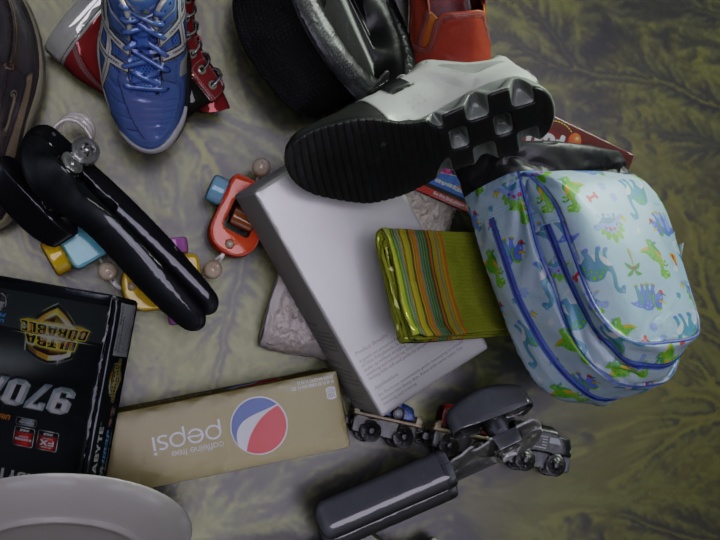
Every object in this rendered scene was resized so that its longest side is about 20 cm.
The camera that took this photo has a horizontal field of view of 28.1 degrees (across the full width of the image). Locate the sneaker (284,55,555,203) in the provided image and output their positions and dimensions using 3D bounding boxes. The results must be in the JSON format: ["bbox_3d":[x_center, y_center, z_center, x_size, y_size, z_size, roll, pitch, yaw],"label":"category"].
[{"bbox_3d":[0.035,-0.111,1.067,0.199,0.089,0.074,-14,129,-9],"label":"sneaker"}]

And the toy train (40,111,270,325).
[{"bbox_3d":[-0.165,-0.040,1.153,0.199,0.056,0.151,21,81,-11],"label":"toy train"}]

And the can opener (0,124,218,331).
[{"bbox_3d":[-0.186,-0.032,1.097,0.200,0.079,0.063,40,40,-11],"label":"can opener"}]

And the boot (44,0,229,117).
[{"bbox_3d":[-0.135,-0.208,1.145,0.144,0.072,0.200,38,98,-6],"label":"boot"}]

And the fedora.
[{"bbox_3d":[-0.039,-0.196,1.144,0.091,0.201,0.201,-27,93,26],"label":"fedora"}]

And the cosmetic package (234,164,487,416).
[{"bbox_3d":[0.000,0.000,1.123,0.107,0.085,0.201,-30,98,-14],"label":"cosmetic package"}]

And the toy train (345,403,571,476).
[{"bbox_3d":[0.081,0.133,1.196,0.199,0.034,0.046,12,82,-10],"label":"toy train"}]

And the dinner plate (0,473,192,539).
[{"bbox_3d":[-0.225,0.204,1.066,0.199,0.200,0.024,2,55,-10],"label":"dinner plate"}]

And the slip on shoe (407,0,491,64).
[{"bbox_3d":[0.077,-0.197,1.195,0.074,0.061,0.201,-8,91,-12],"label":"slip on shoe"}]

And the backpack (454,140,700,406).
[{"bbox_3d":[0.172,0.003,1.101,0.163,0.153,0.201,3,80,-42],"label":"backpack"}]

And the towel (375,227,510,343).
[{"bbox_3d":[0.087,0.009,1.110,0.200,0.018,0.086,-1,75,-49],"label":"towel"}]

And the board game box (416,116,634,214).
[{"bbox_3d":[0.126,-0.087,1.192,0.199,0.019,0.103,22,90,-22],"label":"board game box"}]

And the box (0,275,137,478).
[{"bbox_3d":[-0.279,0.083,1.093,0.199,0.046,0.160,10,87,14],"label":"box"}]

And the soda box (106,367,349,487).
[{"bbox_3d":[-0.114,0.127,1.145,0.199,0.068,0.064,-11,90,-10],"label":"soda box"}]

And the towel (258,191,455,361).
[{"bbox_3d":[0.003,-0.017,1.188,0.132,0.034,0.201,16,85,-8],"label":"towel"}]

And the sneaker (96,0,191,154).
[{"bbox_3d":[-0.167,-0.184,1.078,0.075,0.077,0.201,-2,106,0],"label":"sneaker"}]

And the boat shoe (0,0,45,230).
[{"bbox_3d":[-0.291,-0.130,1.111,0.074,0.073,0.201,-1,88,13],"label":"boat shoe"}]

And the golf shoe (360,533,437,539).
[{"bbox_3d":[-0.022,0.251,1.167,0.199,0.078,0.098,8,61,-9],"label":"golf shoe"}]

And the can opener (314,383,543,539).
[{"bbox_3d":[0.052,0.153,1.156,0.199,0.053,0.067,-22,62,-8],"label":"can opener"}]
